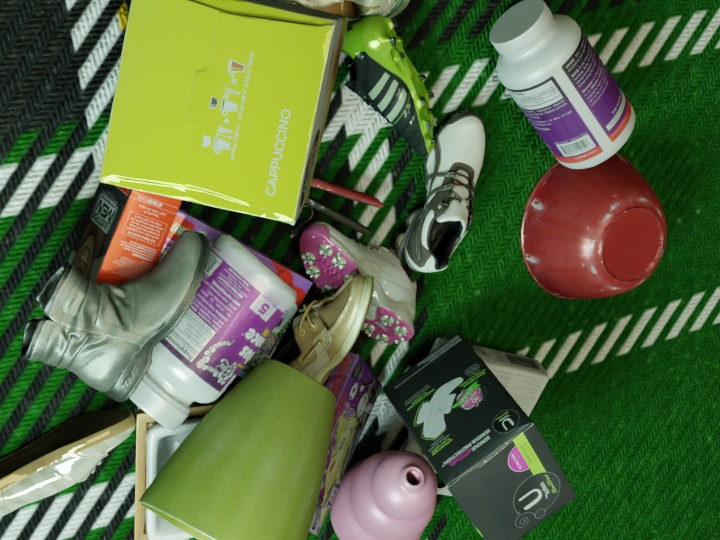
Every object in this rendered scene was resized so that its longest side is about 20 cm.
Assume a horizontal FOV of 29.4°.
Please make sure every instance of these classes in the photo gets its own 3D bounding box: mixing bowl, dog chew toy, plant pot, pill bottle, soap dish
[{"bbox_3d":[0.313,-0.046,1.741,0.198,0.108,0.203,-8,109,-24],"label":"mixing bowl"},{"bbox_3d":[0.036,0.274,1.648,0.123,0.200,0.126,6,66,-14],"label":"dog chew toy"},{"bbox_3d":[-0.111,0.206,1.486,0.187,0.186,0.202,38,72,-31],"label":"plant pot"},{"bbox_3d":[0.238,-0.225,1.643,0.112,0.112,0.200,-45,120,-7],"label":"pill bottle"},{"bbox_3d":[-0.171,0.223,1.595,0.197,0.081,0.160,-4,108,-25],"label":"soap dish"},{"bbox_3d":[-0.168,0.070,1.484,0.112,0.112,0.201,41,87,-30],"label":"pill bottle"}]

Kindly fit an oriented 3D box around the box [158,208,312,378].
[{"bbox_3d":[-0.168,0.027,1.558,0.199,0.039,0.138,29,92,-31],"label":"box"}]

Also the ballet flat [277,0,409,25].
[{"bbox_3d":[-0.019,-0.301,1.514,0.198,0.074,0.075,-9,110,-25],"label":"ballet flat"}]

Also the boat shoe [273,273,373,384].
[{"bbox_3d":[-0.048,0.074,1.577,0.066,0.074,0.201,24,126,-12],"label":"boat shoe"}]

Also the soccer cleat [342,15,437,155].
[{"bbox_3d":[0.031,-0.209,1.576,0.080,0.068,0.201,-9,136,21],"label":"soccer cleat"}]

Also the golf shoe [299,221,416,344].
[{"bbox_3d":[0.000,0.000,1.619,0.200,0.075,0.092,49,46,-34],"label":"golf shoe"}]

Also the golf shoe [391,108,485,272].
[{"bbox_3d":[0.113,-0.089,1.634,0.077,0.094,0.202,16,96,-29],"label":"golf shoe"}]

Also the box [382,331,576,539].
[{"bbox_3d":[0.140,0.202,1.626,0.124,0.200,0.149,-35,126,0],"label":"box"}]

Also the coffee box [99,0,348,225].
[{"bbox_3d":[-0.132,-0.176,1.381,0.197,0.198,0.202,13,101,0],"label":"coffee box"}]

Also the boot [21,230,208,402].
[{"bbox_3d":[-0.249,0.026,1.389,0.130,0.068,0.201,32,89,-26],"label":"boot"}]

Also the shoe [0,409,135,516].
[{"bbox_3d":[-0.336,0.213,1.516,0.198,0.070,0.054,-25,112,-9],"label":"shoe"}]

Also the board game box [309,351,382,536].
[{"bbox_3d":[-0.036,0.205,1.623,0.202,0.032,0.120,-66,153,-14],"label":"board game box"}]

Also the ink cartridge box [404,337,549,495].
[{"bbox_3d":[0.131,0.193,1.770,0.161,0.057,0.202,13,117,-30],"label":"ink cartridge box"}]

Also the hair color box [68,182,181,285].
[{"bbox_3d":[-0.265,-0.008,1.462,0.061,0.101,0.202,19,96,-31],"label":"hair color box"}]

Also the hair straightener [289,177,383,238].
[{"bbox_3d":[-0.067,-0.072,1.575,0.198,0.041,0.078,17,98,-36],"label":"hair straightener"}]
